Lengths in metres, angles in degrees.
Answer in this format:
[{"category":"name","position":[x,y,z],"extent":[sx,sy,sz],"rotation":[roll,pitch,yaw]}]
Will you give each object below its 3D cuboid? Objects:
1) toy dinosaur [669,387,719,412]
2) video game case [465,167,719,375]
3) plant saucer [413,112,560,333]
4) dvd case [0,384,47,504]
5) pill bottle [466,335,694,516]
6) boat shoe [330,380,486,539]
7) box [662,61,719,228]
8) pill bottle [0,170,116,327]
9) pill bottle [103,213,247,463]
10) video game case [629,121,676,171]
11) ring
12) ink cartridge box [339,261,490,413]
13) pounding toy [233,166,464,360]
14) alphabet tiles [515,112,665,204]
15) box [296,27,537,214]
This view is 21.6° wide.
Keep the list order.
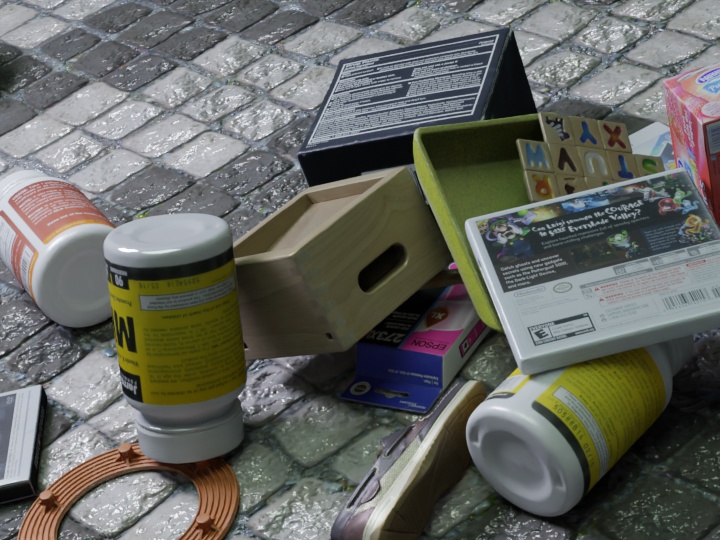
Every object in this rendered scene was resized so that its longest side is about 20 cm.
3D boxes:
[{"category":"toy dinosaur","position":[0.357,0.076,1.550],"extent":[0.200,0.105,0.182],"rotation":[2,54,8]},{"category":"video game case","position":[0.204,-0.002,1.563],"extent":[0.200,0.023,0.182],"rotation":[-14,42,-4]},{"category":"plant saucer","position":[0.142,-0.039,1.707],"extent":[0.199,0.200,0.048],"rotation":[-10,-18,-42]},{"category":"dvd case","position":[-0.394,0.178,1.760],"extent":[0.200,0.025,0.150],"rotation":[-13,32,3]},{"category":"pill bottle","position":[0.187,0.101,1.553],"extent":[0.111,0.111,0.200],"rotation":[17,45,40]},{"category":"boat shoe","position":[0.041,0.160,1.565],"extent":[0.065,0.072,0.200],"rotation":[12,47,28]},{"category":"box","position":[0.343,-0.082,1.679],"extent":[0.102,0.200,0.095],"rotation":[-19,33,-4]},{"category":"pill bottle","position":[-0.316,-0.030,1.958],"extent":[0.112,0.112,0.200],"rotation":[-26,35,-16]},{"category":"pill bottle","position":[-0.159,0.059,1.661],"extent":[0.114,0.200,0.114],"rotation":[-5,18,2]},{"category":"video game case","position":[0.280,-0.071,1.854],"extent":[0.182,0.022,0.200],"rotation":[-27,35,-17]},{"category":"ring","position":[-0.203,0.210,1.639],"extent":[0.200,0.019,0.201],"rotation":[-11,34,8]},{"category":"ink cartridge box","position":[0.065,0.053,1.748],"extent":[0.095,0.037,0.200],"rotation":[8,41,32]},{"category":"pounding toy","position":[0.000,0.000,1.730],"extent":[0.200,0.142,0.184],"rotation":[-39,18,-34]},{"category":"alphabet tiles","position":[0.225,-0.055,1.729],"extent":[0.166,0.006,0.200],"rotation":[5,60,-29]},{"category":"box","position":[0.065,-0.138,1.942],"extent":[0.200,0.123,0.199],"rotation":[-8,33,21]}]
